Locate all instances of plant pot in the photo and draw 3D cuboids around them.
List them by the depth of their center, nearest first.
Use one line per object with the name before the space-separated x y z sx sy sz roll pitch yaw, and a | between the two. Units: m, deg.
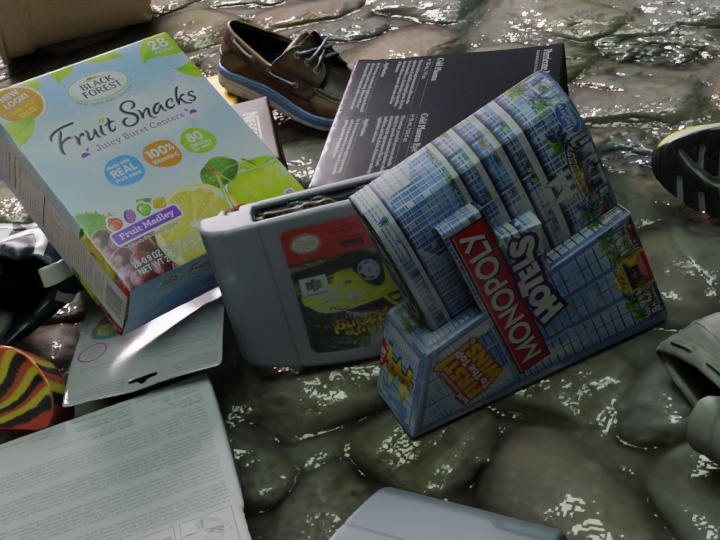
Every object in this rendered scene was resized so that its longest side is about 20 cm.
plant pot | -0.347 -0.355 1.380 0.183 0.201 0.201 -8 35 -11

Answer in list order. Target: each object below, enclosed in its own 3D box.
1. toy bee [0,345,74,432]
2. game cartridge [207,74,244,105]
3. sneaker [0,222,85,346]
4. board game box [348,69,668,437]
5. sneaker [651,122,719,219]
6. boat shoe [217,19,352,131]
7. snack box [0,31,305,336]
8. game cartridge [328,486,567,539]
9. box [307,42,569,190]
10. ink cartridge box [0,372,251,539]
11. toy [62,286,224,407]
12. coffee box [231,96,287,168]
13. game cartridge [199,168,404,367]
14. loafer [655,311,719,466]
toy bee | -0.307 0.076 0.823 0.199 0.131 0.109 -6 77 -11
game cartridge | -0.215 -0.130 1.149 0.199 0.033 0.177 -10 36 3
sneaker | -0.292 0.014 0.901 0.198 0.080 0.130 -8 14 18
board game box | 0.084 0.008 0.765 0.200 0.200 0.062 -35 38 -4
sneaker | 0.324 -0.093 0.893 0.199 0.078 0.090 -2 29 6
boat shoe | -0.055 -0.191 1.120 0.199 0.073 0.072 18 42 19
snack box | -0.164 -0.073 0.878 0.168 0.068 0.200 -29 67 -33
game cartridge | 0.017 0.205 0.625 0.133 0.042 0.200 12 43 25
box | 0.074 -0.084 0.929 0.181 0.104 0.200 -2 38 16
ink cartridge box | -0.150 0.164 0.727 0.162 0.057 0.200 -19 42 -6
toy | -0.152 0.046 0.883 0.115 0.047 0.200 -16 31 4
coffee box | -0.162 -0.071 1.011 0.199 0.080 0.115 -15 37 -1
game cartridge | 0.000 0.000 0.817 0.199 0.133 0.041 -14 36 2
loafer | 0.227 0.096 0.675 0.070 0.070 0.200 -16 28 5
